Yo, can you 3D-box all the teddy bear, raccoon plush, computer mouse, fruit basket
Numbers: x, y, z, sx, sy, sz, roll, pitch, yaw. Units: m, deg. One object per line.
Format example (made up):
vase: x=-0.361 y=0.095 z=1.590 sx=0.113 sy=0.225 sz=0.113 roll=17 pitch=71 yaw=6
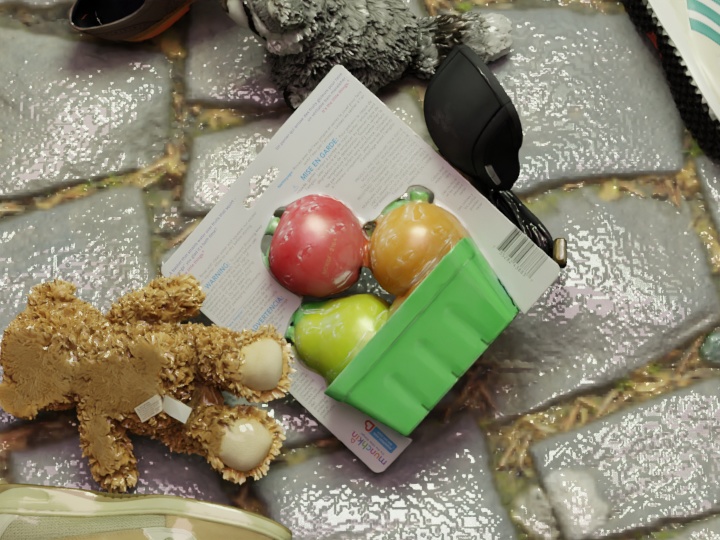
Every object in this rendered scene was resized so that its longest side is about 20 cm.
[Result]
teddy bear: x=-0.134 y=0.071 z=1.555 sx=0.199 sy=0.067 sz=0.146 roll=-6 pitch=95 yaw=19
raccoon plush: x=0.005 y=-0.188 z=1.643 sx=0.199 sy=0.134 sz=0.097 roll=-18 pitch=67 yaw=-8
computer mouse: x=0.086 y=-0.060 z=1.565 sx=0.046 sy=0.200 sz=0.141 roll=-34 pitch=78 yaw=-6
fruit basket: x=0.000 y=0.000 z=1.565 sx=0.200 sy=0.094 sz=0.185 roll=43 pitch=101 yaw=10

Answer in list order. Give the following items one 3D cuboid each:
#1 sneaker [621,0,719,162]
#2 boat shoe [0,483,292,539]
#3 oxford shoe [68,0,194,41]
sneaker: x=0.250 y=-0.170 z=1.675 sx=0.093 sy=0.070 sz=0.201 roll=-23 pitch=67 yaw=-4
boat shoe: x=-0.143 y=0.175 z=1.525 sx=0.199 sy=0.073 sz=0.064 roll=6 pitch=77 yaw=3
oxford shoe: x=-0.118 y=-0.219 z=1.630 sx=0.200 sy=0.072 sz=0.071 roll=-41 pitch=80 yaw=28
